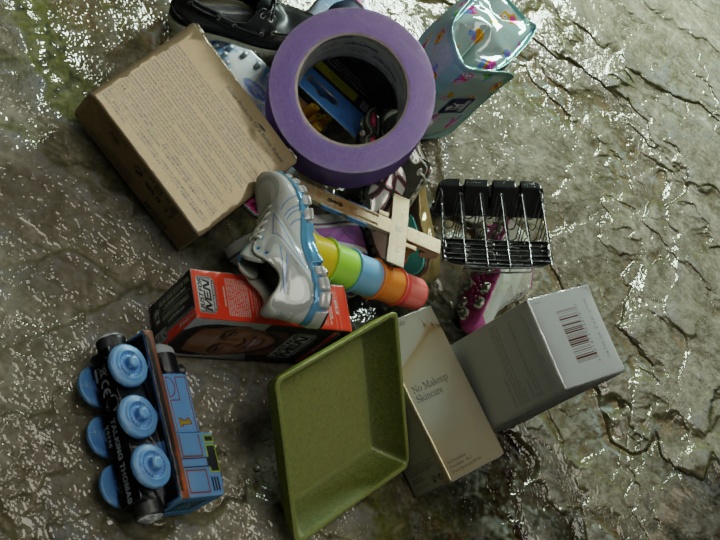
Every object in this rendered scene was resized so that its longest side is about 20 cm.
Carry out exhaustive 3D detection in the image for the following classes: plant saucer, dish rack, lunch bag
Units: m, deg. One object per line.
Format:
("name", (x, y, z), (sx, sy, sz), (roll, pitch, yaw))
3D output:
("plant saucer", (-0.031, 0.166, 1.461), (0.199, 0.048, 0.201), (-28, 120, -43))
("dish rack", (0.169, -0.050, 1.693), (0.152, 0.055, 0.200), (1, 37, 0))
("lunch bag", (0.126, -0.271, 1.784), (0.122, 0.170, 0.200), (43, 44, -9))

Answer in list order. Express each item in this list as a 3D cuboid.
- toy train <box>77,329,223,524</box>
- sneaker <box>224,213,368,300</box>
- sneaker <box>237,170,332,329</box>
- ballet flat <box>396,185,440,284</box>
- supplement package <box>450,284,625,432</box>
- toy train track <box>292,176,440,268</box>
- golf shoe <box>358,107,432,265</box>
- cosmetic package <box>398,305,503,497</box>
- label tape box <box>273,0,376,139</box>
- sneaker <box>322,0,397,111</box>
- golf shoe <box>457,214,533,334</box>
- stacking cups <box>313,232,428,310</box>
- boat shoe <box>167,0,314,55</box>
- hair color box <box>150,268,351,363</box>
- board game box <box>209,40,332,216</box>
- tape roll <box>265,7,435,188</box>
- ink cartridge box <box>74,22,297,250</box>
("toy train", (-0.215, 0.158, 1.352), (0.114, 0.087, 0.201), (5, 61, -46))
("sneaker", (-0.062, -0.003, 1.564), (0.200, 0.073, 0.115), (-10, 76, -41))
("sneaker", (-0.094, -0.030, 1.426), (0.086, 0.075, 0.201), (4, 50, -30))
("ballet flat", (0.061, -0.073, 1.713), (0.063, 0.068, 0.201), (21, 56, -56))
("supplement package", (0.198, 0.115, 1.611), (0.117, 0.200, 0.117), (-12, 74, -41))
("toy train track", (0.001, -0.056, 1.582), (0.199, 0.033, 0.115), (23, 45, -16))
("golf shoe", (0.044, -0.103, 1.648), (0.077, 0.088, 0.201), (5, 85, -78))
("cosmetic package", (0.075, 0.155, 1.583), (0.103, 0.073, 0.201), (-20, 81, -42))
("label tape box", (-0.034, -0.265, 1.731), (0.144, 0.063, 0.200), (42, 49, -13))
("sneaker", (0.034, -0.265, 1.693), (0.200, 0.070, 0.082), (53, 50, -6))
("golf shoe", (0.189, 0.016, 1.748), (0.091, 0.075, 0.201), (39, 50, -19))
("stacking cups", (0.000, 0.000, 1.545), (0.199, 0.060, 0.061), (16, 57, -42))
("boat shoe", (-0.134, -0.318, 1.627), (0.198, 0.066, 0.075), (11, 49, -7))
("hair color box", (-0.120, 0.054, 1.465), (0.199, 0.101, 0.062), (7, 60, -34))
("board game box", (-0.148, -0.195, 1.630), (0.200, 0.026, 0.200), (43, 48, -12))
("tape roll", (-0.014, -0.205, 1.584), (0.199, 0.085, 0.201), (1, 81, -6))
("ink cartridge box", (-0.197, -0.152, 1.510), (0.165, 0.075, 0.200), (-40, 96, -31))
